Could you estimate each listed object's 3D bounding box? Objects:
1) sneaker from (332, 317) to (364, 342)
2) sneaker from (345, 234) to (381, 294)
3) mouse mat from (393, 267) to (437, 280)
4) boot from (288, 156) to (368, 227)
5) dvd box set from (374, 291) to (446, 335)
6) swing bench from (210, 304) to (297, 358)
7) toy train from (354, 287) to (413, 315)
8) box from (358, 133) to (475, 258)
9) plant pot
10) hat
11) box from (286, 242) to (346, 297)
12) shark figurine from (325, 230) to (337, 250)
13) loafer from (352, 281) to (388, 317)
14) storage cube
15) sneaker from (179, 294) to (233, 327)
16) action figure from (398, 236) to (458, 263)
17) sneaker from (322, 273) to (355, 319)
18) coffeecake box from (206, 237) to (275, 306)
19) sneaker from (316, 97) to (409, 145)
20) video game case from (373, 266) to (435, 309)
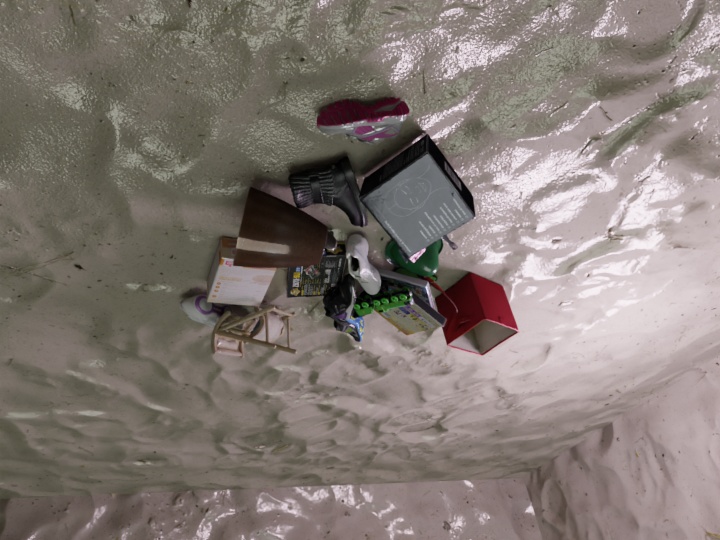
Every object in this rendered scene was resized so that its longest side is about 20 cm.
[{"bbox_3d":[-0.042,0.171,1.872,0.082,0.071,0.200,-9,145,21],"label":"sneaker"},{"bbox_3d":[0.000,0.000,1.592,0.070,0.081,0.201,-4,129,26],"label":"sneaker"},{"bbox_3d":[0.129,0.061,1.812,0.160,0.008,0.200,14,136,-30],"label":"mouse mat"},{"bbox_3d":[-0.076,-0.170,1.386,0.156,0.080,0.212,-20,132,1],"label":"boot"},{"bbox_3d":[0.148,0.134,1.736,0.146,0.030,0.200,38,152,-15],"label":"dvd box set"},{"bbox_3d":[-0.313,0.185,1.705,0.198,0.131,0.199,-6,168,11],"label":"swing bench"},{"bbox_3d":[0.066,0.093,1.650,0.199,0.042,0.057,-13,124,32],"label":"toy train"},{"bbox_3d":[0.135,-0.172,1.351,0.196,0.124,0.200,-32,113,23],"label":"box"},{"bbox_3d":[-0.184,-0.081,1.356,0.198,0.188,0.188,13,139,-11],"label":"plant pot"},{"bbox_3d":[0.180,0.007,1.608,0.198,0.177,0.166,-3,145,-12],"label":"hat"},{"bbox_3d":[-0.129,0.002,1.630,0.158,0.050,0.201,-1,144,-10],"label":"box"},{"bbox_3d":[-0.153,-0.101,1.486,0.212,0.128,0.090,-2,121,17],"label":"shark figurine"},{"bbox_3d":[0.026,0.091,1.734,0.068,0.071,0.201,38,147,-2],"label":"loafer"},{"bbox_3d":[0.370,0.141,1.838,0.199,0.181,0.171,20,134,-34],"label":"storage cube"},{"bbox_3d":[-0.452,0.126,1.708,0.099,0.076,0.200,-7,149,28],"label":"sneaker"},{"bbox_3d":[0.181,-0.113,1.540,0.199,0.149,0.134,-34,151,-2],"label":"action figure"},{"bbox_3d":[-0.064,0.083,1.659,0.087,0.076,0.201,0,144,-10],"label":"sneaker"},{"bbox_3d":[-0.325,0.008,1.564,0.152,0.074,0.200,7,140,-24],"label":"coffeecake box"},{"bbox_3d":[0.005,-0.308,1.228,0.198,0.082,0.089,-5,142,-8],"label":"sneaker"},{"bbox_3d":[0.122,0.066,1.708,0.198,0.023,0.183,16,150,27],"label":"video game case"}]
